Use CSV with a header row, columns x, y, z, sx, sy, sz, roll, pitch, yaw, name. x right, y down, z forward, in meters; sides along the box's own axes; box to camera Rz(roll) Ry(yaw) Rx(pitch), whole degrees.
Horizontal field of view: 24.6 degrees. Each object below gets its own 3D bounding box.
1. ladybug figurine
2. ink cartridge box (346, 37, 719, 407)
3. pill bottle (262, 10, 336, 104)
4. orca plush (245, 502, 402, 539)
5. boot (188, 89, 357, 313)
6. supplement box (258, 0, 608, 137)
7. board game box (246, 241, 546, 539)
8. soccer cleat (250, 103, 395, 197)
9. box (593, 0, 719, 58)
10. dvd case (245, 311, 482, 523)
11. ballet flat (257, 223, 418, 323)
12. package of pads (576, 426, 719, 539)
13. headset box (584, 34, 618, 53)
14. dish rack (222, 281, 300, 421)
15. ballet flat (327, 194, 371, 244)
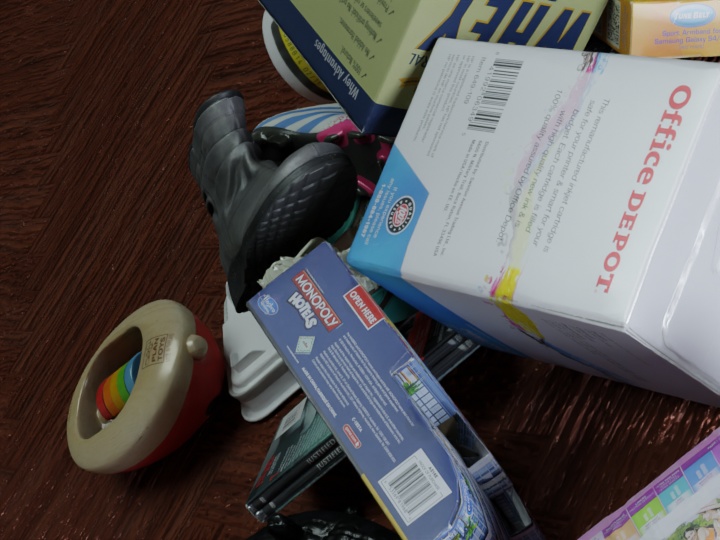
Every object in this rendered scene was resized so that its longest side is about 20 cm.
x,y,z,sx,sy,sz,roll,pitch,yaw,name
-0.169,0.098,1.328,0.200,0.072,0.136,-32,44,50,ladybug figurine
0.129,-0.027,0.916,0.200,0.146,0.147,14,77,45,ink cartridge box
0.019,-0.234,1.425,0.200,0.111,0.111,-29,35,36,pill bottle
-0.034,0.187,1.046,0.105,0.071,0.200,-58,29,-12,orca plush
-0.072,-0.066,1.090,0.132,0.070,0.200,68,152,18,boot
0.050,-0.213,1.031,0.200,0.134,0.200,55,130,43,supplement box
0.042,0.111,0.934,0.062,0.200,0.200,-38,50,1,board game box
0.007,-0.089,1.152,0.200,0.070,0.086,10,34,40,soccer cleat
0.202,-0.176,1.065,0.119,0.042,0.200,-4,21,-7,box
0.010,0.076,1.118,0.200,0.022,0.146,-40,10,17,dvd case
0.000,0.000,1.044,0.072,0.072,0.200,-36,-8,26,ballet flat
0.179,0.133,0.743,0.200,0.120,0.076,-43,34,15,package of pads
0.129,-0.092,1.131,0.149,0.075,0.200,-54,28,-4,headset box
-0.040,0.009,1.298,0.200,0.044,0.172,-41,30,20,dish rack
-0.002,0.006,1.163,0.074,0.074,0.200,-30,27,34,ballet flat
